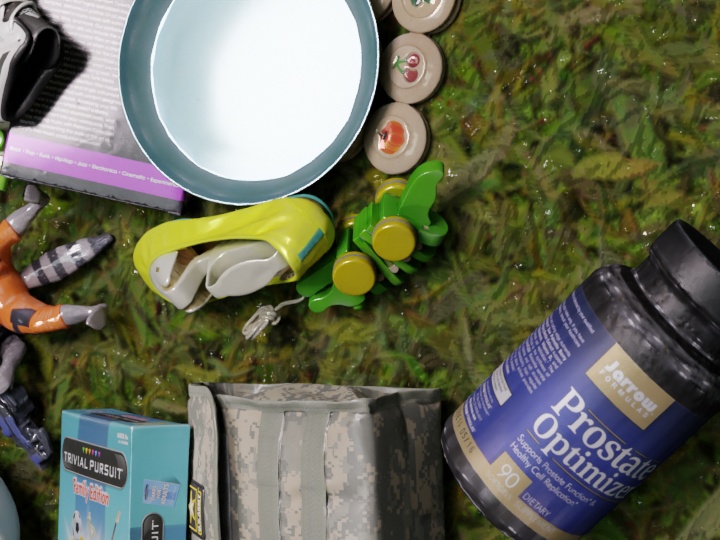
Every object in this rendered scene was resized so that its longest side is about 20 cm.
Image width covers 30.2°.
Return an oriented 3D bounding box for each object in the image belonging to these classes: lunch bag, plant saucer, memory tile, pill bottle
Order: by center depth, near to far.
[{"bbox_3d":[0.151,0.069,0.810,0.200,0.112,0.112,-48,69,18],"label":"pill bottle"},{"bbox_3d":[-0.048,0.160,0.910,0.198,0.117,0.166,-2,89,35],"label":"lunch bag"},{"bbox_3d":[-0.078,-0.147,0.953,0.197,0.027,0.203,0,88,17],"label":"plant saucer"},{"bbox_3d":[-0.002,-0.177,0.955,0.152,0.017,0.203,15,95,27],"label":"memory tile"}]

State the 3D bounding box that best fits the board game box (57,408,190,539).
[{"bbox_3d":[-0.177,0.208,0.972,0.150,0.046,0.203,-2,86,59],"label":"board game box"}]

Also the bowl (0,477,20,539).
[{"bbox_3d":[-0.349,0.189,1.057,0.198,0.091,0.203,7,125,11],"label":"bowl"}]

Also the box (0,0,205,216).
[{"bbox_3d":[-0.180,-0.155,1.005,0.141,0.036,0.203,13,93,2],"label":"box"}]

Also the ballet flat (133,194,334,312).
[{"bbox_3d":[-0.103,-0.004,0.947,0.198,0.067,0.067,-14,38,39],"label":"ballet flat"}]

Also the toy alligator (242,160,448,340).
[{"bbox_3d":[0.000,0.000,0.930,0.054,0.060,0.200,37,118,-21],"label":"toy alligator"}]

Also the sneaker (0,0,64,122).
[{"bbox_3d":[-0.257,-0.204,0.968,0.114,0.075,0.203,9,97,27],"label":"sneaker"}]

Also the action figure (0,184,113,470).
[{"bbox_3d":[-0.274,0.049,1.064,0.192,0.105,0.201,-28,102,30],"label":"action figure"}]

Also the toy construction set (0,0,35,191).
[{"bbox_3d":[-0.295,-0.141,1.064,0.129,0.092,0.203,14,102,3],"label":"toy construction set"}]
